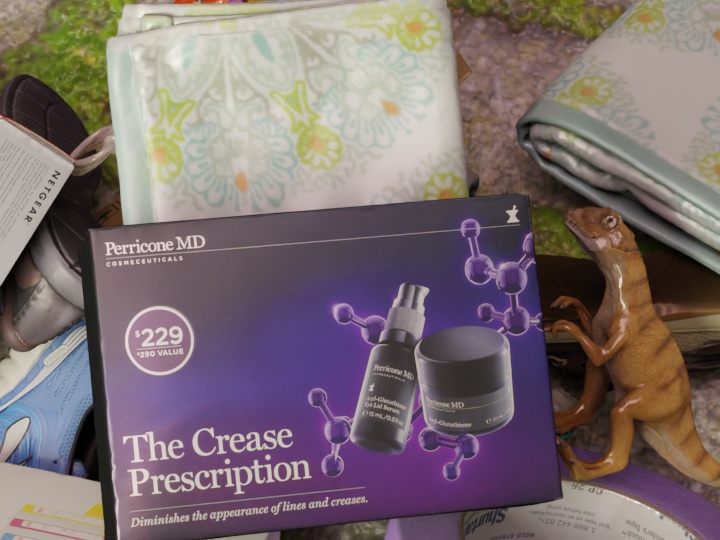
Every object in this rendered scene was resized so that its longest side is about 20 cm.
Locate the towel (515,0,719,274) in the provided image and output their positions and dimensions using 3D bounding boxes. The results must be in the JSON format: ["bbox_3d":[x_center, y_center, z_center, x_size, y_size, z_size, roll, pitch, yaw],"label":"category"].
[{"bbox_3d":[0.209,-0.074,1.168,0.200,0.048,0.171,34,54,19],"label":"towel"}]

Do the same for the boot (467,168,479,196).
[{"bbox_3d":[0.000,0.000,1.145,0.095,0.074,0.200,21,52,6],"label":"boot"}]

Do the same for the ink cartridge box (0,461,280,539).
[{"bbox_3d":[-0.152,0.184,1.041,0.199,0.129,0.125,9,26,13],"label":"ink cartridge box"}]

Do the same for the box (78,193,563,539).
[{"bbox_3d":[-0.020,0.045,0.976,0.199,0.079,0.142,-5,82,-11],"label":"box"}]

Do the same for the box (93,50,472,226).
[{"bbox_3d":[-0.050,-0.061,1.158,0.200,0.163,0.021,-39,114,-8],"label":"box"}]

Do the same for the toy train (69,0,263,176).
[{"bbox_3d":[-0.075,-0.108,1.179,0.150,0.056,0.200,-20,30,33],"label":"toy train"}]

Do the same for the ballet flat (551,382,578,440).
[{"bbox_3d":[0.015,0.074,1.133,0.199,0.072,0.072,-11,69,-1],"label":"ballet flat"}]

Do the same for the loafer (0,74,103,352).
[{"bbox_3d":[-0.179,-0.034,1.168,0.063,0.072,0.200,-43,35,17],"label":"loafer"}]

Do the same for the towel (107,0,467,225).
[{"bbox_3d":[-0.031,-0.033,1.049,0.170,0.048,0.201,-5,90,-9],"label":"towel"}]

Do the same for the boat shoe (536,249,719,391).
[{"bbox_3d":[0.126,0.032,1.136,0.199,0.065,0.073,-2,34,-6],"label":"boat shoe"}]

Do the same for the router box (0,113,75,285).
[{"bbox_3d":[-0.248,-0.002,1.119,0.200,0.049,0.179,-58,32,-2],"label":"router box"}]

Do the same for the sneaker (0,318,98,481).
[{"bbox_3d":[-0.185,0.109,1.137,0.089,0.079,0.200,40,77,19],"label":"sneaker"}]

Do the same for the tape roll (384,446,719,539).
[{"bbox_3d":[0.105,0.163,1.038,0.199,0.066,0.200,12,27,-6],"label":"tape roll"}]

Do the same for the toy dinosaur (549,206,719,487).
[{"bbox_3d":[0.142,0.065,1.077,0.106,0.060,0.201,-30,115,-6],"label":"toy dinosaur"}]
